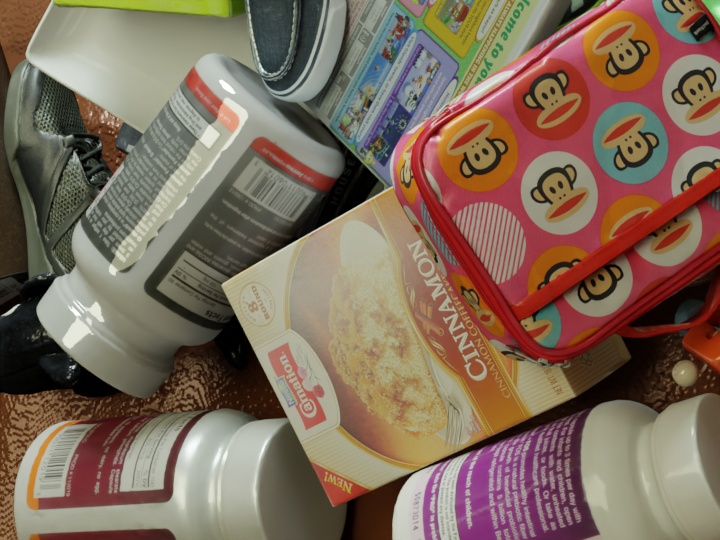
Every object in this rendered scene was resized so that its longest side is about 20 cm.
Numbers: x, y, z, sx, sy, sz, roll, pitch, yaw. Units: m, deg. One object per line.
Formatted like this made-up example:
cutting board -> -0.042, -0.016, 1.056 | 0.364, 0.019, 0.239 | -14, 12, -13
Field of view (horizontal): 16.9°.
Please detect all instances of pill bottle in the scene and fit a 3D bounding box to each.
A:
pill bottle -> 0.126, 0.139, 1.372 | 0.199, 0.112, 0.113 | -23, 66, 32
pill bottle -> -0.114, 0.147, 1.551 | 0.199, 0.114, 0.115 | -6, 75, 36
pill bottle -> -0.110, -0.027, 1.528 | 0.200, 0.116, 0.116 | -51, 54, 11

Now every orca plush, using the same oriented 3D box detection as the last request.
orca plush -> -0.176, 0.063, 1.624 | 0.198, 0.106, 0.071 | 2, 38, 11

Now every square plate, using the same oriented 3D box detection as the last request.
square plate -> -0.092, -0.172, 1.578 | 0.199, 0.028, 0.199 | 32, 107, 5

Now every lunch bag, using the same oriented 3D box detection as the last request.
lunch bag -> 0.133, -0.042, 1.320 | 0.199, 0.082, 0.177 | -34, 94, -12

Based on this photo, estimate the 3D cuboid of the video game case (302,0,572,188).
video game case -> 0.037, -0.159, 1.467 | 0.182, 0.022, 0.201 | 46, 120, 33

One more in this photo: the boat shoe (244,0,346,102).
boat shoe -> -0.062, -0.206, 1.481 | 0.070, 0.090, 0.202 | 4, 93, 44

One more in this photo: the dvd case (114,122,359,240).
dvd case -> -0.070, -0.119, 1.640 | 0.199, 0.025, 0.151 | 26, 95, 38

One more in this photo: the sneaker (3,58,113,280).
sneaker -> -0.181, -0.058, 1.672 | 0.114, 0.076, 0.201 | -16, 79, 29

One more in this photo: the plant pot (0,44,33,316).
plant pot -> -0.306, -0.061, 1.724 | 0.186, 0.186, 0.201 | -36, 73, 25

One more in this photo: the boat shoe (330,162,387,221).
boat shoe -> -0.002, -0.001, 1.537 | 0.074, 0.063, 0.202 | 40, 105, 33

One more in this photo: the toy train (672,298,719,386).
toy train -> 0.263, 0.028, 1.309 | 0.151, 0.056, 0.200 | -53, 28, -7

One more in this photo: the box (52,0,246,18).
box -> -0.130, -0.265, 1.529 | 0.121, 0.048, 0.202 | 5, 101, 12

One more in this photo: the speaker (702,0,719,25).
speaker -> 0.258, -0.116, 1.348 | 0.200, 0.088, 0.089 | 36, 101, 37

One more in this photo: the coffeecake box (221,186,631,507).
coffeecake box -> 0.036, 0.030, 1.429 | 0.199, 0.073, 0.154 | -28, 89, 39

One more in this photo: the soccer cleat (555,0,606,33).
soccer cleat -> 0.154, -0.176, 1.462 | 0.200, 0.067, 0.081 | -41, 45, 23

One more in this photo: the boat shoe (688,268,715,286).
boat shoe -> 0.129, -0.003, 1.443 | 0.199, 0.071, 0.077 | 13, 102, 45
